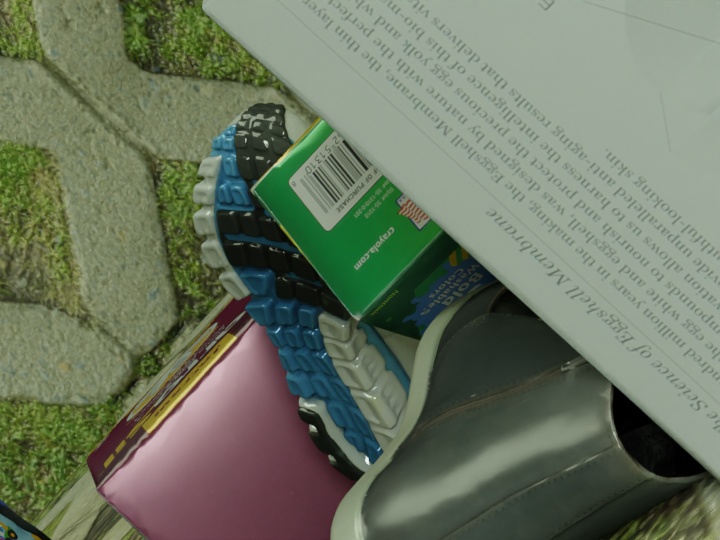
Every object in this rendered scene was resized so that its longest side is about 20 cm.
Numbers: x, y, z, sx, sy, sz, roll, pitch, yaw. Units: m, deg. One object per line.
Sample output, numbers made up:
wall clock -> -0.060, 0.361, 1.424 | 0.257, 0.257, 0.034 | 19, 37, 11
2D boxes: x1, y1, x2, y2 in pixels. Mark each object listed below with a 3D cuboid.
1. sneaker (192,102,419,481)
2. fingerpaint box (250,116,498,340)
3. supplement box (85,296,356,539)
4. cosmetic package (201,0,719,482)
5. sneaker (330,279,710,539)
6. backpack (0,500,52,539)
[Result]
sneaker -> 0.000, 0.000, 1.003 | 0.075, 0.200, 0.087 | 17, 55, 37
fingerpaint box -> 0.087, -0.059, 0.901 | 0.200, 0.073, 0.167 | -46, -28, 14
supplement box -> -0.052, 0.084, 1.191 | 0.131, 0.103, 0.200 | -47, 6, -6
cosmetic package -> 0.104, -0.086, 0.656 | 0.200, 0.199, 0.123 | -43, 7, 38
sneaker -> 0.071, 0.042, 0.782 | 0.106, 0.075, 0.200 | -32, 13, 27
backpack -> -0.213, 0.187, 1.210 | 0.135, 0.200, 0.183 | -44, 7, 31
